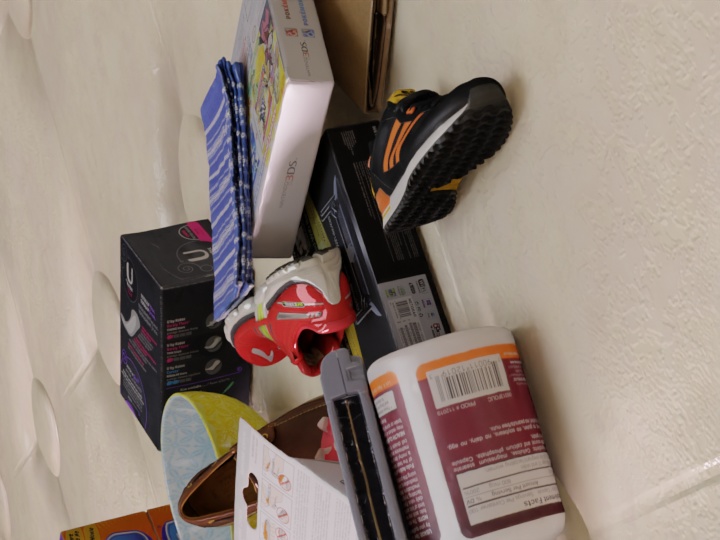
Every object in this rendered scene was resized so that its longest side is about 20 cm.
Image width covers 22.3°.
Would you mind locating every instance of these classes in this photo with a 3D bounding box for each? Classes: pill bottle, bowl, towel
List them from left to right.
[{"bbox_3d":[-0.119,-0.068,1.574,0.145,0.024,0.202,137,131,-72],"label":"towel"},{"bbox_3d":[-0.115,0.209,1.814,0.200,0.107,0.202,169,90,-67],"label":"bowl"},{"bbox_3d":[0.083,0.151,1.323,0.114,0.113,0.202,142,115,-64],"label":"pill bottle"}]

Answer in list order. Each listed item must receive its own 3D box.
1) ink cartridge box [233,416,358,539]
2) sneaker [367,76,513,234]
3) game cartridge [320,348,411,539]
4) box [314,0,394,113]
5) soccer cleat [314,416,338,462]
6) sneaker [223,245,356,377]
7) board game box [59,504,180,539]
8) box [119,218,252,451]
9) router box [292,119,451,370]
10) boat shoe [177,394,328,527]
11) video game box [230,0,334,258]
[{"bbox_3d":[-0.024,0.224,1.533,0.199,0.047,0.161,33,134,33],"label":"ink cartridge box"},{"bbox_3d":[0.046,-0.104,1.348,0.091,0.070,0.200,67,157,18],"label":"sneaker"},{"bbox_3d":[0.014,0.173,1.361,0.133,0.041,0.201,62,-169,-60],"label":"game cartridge"},{"bbox_3d":[-0.025,-0.245,1.508,0.200,0.021,0.165,-131,37,-49],"label":"box"},{"bbox_3d":[0.041,0.128,1.490,0.200,0.076,0.067,-27,53,49],"label":"soccer cleat"},{"bbox_3d":[-0.057,0.053,1.523,0.085,0.077,0.200,67,157,13],"label":"sneaker"},{"bbox_3d":[-0.213,0.399,2.012,0.201,0.198,0.201,105,145,-45],"label":"board game box"},{"bbox_3d":[-0.183,0.066,1.908,0.122,0.105,0.201,46,140,49],"label":"box"},{"bbox_3d":[0.000,0.000,1.523,0.157,0.052,0.201,131,124,-62],"label":"router box"},{"bbox_3d":[-0.081,0.177,1.648,0.199,0.067,0.072,-33,82,19],"label":"boat shoe"},{"bbox_3d":[-0.073,-0.143,1.531,0.201,0.046,0.183,106,160,-45],"label":"video game box"}]
